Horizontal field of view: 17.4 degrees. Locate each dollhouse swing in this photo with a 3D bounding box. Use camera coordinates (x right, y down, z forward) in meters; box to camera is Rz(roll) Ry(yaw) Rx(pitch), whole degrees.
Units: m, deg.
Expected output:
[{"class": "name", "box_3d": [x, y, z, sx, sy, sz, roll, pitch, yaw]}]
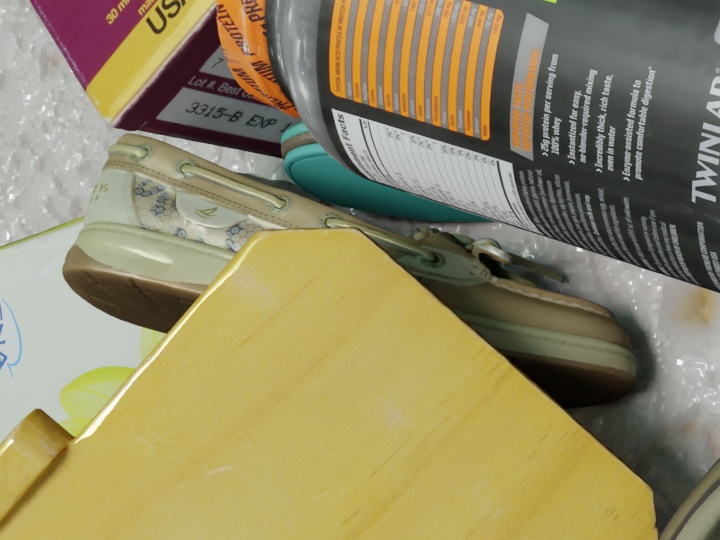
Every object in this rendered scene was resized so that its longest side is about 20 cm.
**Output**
[{"class": "dollhouse swing", "box_3d": [-0.022, 0.103, 0.796, 0.200, 0.182, 0.176, 41, 78, 0]}]

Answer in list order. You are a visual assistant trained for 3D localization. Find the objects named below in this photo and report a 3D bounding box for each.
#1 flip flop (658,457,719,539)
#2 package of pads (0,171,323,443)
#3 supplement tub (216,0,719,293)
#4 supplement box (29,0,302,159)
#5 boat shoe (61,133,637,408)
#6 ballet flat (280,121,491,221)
[{"class": "flip flop", "box_3d": [0.142, 0.078, 0.682, 0.058, 0.081, 0.200, -107, 30, -42]}, {"class": "package of pads", "box_3d": [-0.094, 0.055, 0.909, 0.200, 0.068, 0.155, -16, 76, 33]}, {"class": "supplement tub", "box_3d": [0.064, -0.070, 0.695, 0.200, 0.123, 0.123, 20, 98, 30]}, {"class": "supplement box", "box_3d": [-0.067, -0.147, 0.869, 0.103, 0.131, 0.200, -47, 59, 25]}, {"class": "boat shoe", "box_3d": [0.000, 0.000, 0.805, 0.200, 0.073, 0.063, 14, 70, 3]}, {"class": "ballet flat", "box_3d": [0.064, -0.051, 0.808, 0.200, 0.067, 0.070, 7, 69, 37]}]
